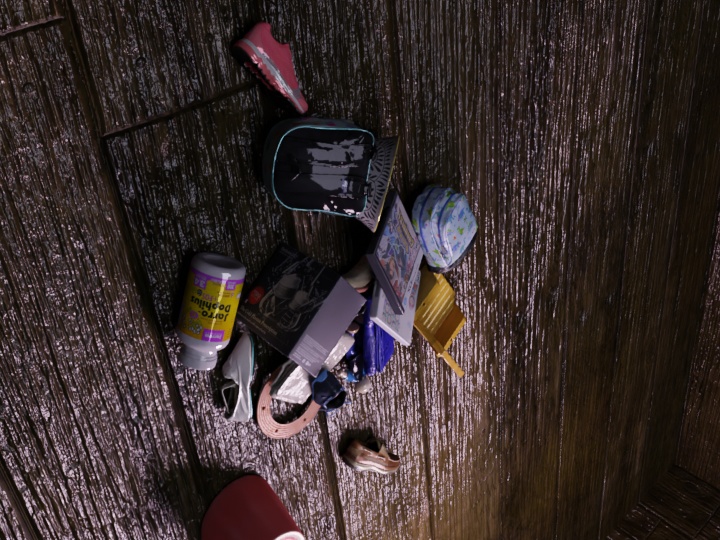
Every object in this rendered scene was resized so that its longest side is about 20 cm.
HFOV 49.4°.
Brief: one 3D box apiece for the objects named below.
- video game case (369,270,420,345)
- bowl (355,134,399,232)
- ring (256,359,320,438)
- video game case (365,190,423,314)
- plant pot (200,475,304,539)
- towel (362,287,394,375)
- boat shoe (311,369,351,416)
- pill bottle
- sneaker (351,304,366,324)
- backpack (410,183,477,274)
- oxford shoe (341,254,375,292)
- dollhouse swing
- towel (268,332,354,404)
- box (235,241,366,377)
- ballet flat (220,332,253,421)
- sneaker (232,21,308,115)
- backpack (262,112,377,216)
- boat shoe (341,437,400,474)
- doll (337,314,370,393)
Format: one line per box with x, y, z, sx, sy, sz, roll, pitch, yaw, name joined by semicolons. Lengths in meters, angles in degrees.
0.082;0.052;1.771;0.200;0.023;0.186;42;53;-56;video game case
0.011;-0.189;1.597;0.092;0.201;0.205;15;103;-3;bowl
-0.155;0.282;1.753;0.198;0.019;0.205;-23;124;-37;ring
0.079;-0.037;1.714;0.202;0.025;0.183;62;38;-42;video game case
-0.226;0.585;1.718;0.198;0.176;0.205;-21;124;-35;plant pot
0.051;0.127;1.813;0.148;0.049;0.205;-41;136;-58;towel
-0.067;0.283;1.732;0.084;0.069;0.200;-45;162;-6;boat shoe
-0.283;0.077;1.453;0.103;0.103;0.204;2;109;-45;pill bottle
-0.068;0.091;1.679;0.198;0.099;0.071;-22;123;-37;sneaker
0.195;-0.109;1.829;0.164;0.152;0.201;-48;123;-20;backpack
0.000;0.000;1.733;0.198;0.070;0.076;-20;120;-51;oxford shoe
0.214;0.126;1.930;0.183;0.174;0.200;-52;136;-10;dollhouse swing
-0.105;0.202;1.682;0.201;0.034;0.132;-49;150;6;towel
-0.122;0.073;1.543;0.184;0.198;0.104;-55;137;-8;box
-0.253;0.225;1.597;0.069;0.069;0.204;-16;122;-39;ballet flat
-0.140;-0.359;1.399;0.088;0.073;0.200;-56;139;-12;sneaker
-0.088;-0.201;1.463;0.196;0.153;0.180;-4;117;-29;backpack
0.038;0.472;2.005;0.198;0.075;0.075;19;94;-49;boat shoe
-0.007;0.205;1.837;0.136;0.048;0.204;-39;135;-41;doll
